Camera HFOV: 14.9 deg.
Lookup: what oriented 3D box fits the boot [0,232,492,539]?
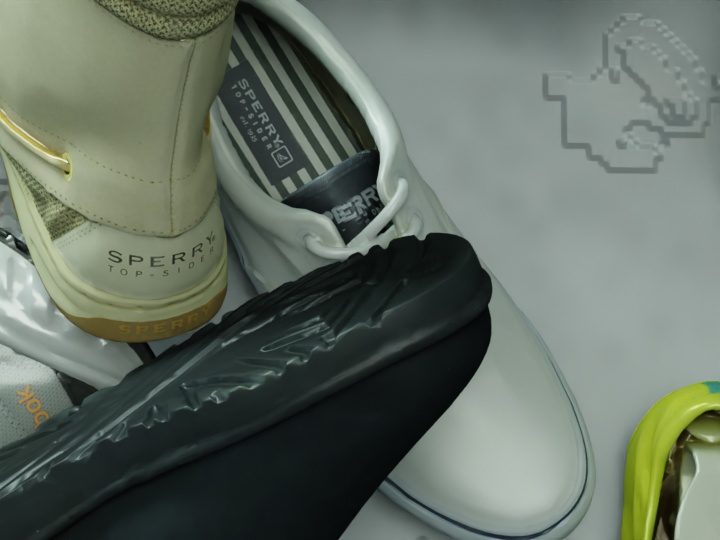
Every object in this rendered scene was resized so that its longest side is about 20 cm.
[{"bbox_3d":[-0.016,0.101,0.767,0.199,0.076,0.169,-29,104,15],"label":"boot"}]

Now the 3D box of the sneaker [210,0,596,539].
[{"bbox_3d":[0.000,0.000,0.830,0.073,0.071,0.200,-37,81,-8],"label":"sneaker"}]

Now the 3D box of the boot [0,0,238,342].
[{"bbox_3d":[-0.086,-0.099,0.782,0.072,0.156,0.201,-13,51,-20],"label":"boot"}]

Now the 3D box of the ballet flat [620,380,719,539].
[{"bbox_3d":[0.101,0.130,0.807,0.066,0.067,0.201,3,78,-2],"label":"ballet flat"}]

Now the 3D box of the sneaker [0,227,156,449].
[{"bbox_3d":[-0.160,0.001,0.826,0.200,0.074,0.080,33,84,5],"label":"sneaker"}]
